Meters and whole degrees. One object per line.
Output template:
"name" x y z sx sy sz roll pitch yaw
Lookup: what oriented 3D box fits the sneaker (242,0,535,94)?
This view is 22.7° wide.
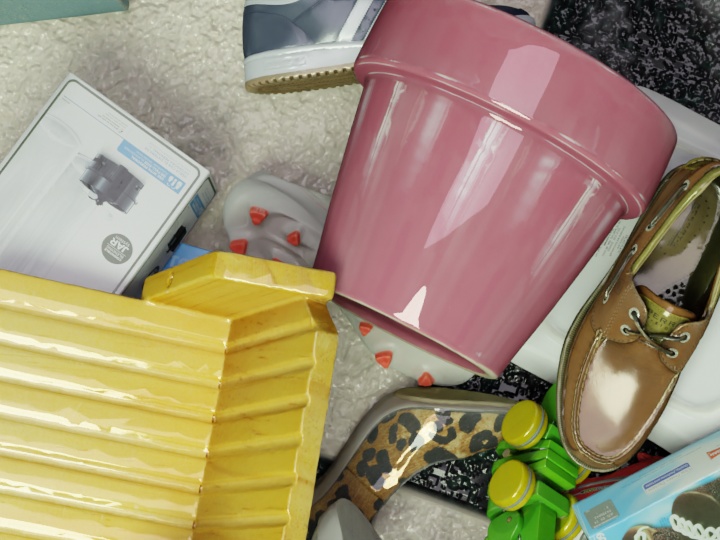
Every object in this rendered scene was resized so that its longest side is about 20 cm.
"sneaker" 0.015 -0.185 1.198 0.198 0.070 0.109 -8 84 2

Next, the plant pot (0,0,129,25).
"plant pot" -0.283 -0.262 1.154 0.198 0.196 0.198 -12 82 7

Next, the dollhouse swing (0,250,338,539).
"dollhouse swing" -0.137 0.085 1.010 0.175 0.181 0.202 17 74 -25

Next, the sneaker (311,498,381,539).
"sneaker" -0.037 0.205 1.039 0.115 0.200 0.074 -38 94 9

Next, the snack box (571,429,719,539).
"snack box" 0.219 0.197 1.099 0.116 0.037 0.201 -27 120 1

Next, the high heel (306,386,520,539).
"high heel" 0.026 0.150 1.160 0.198 0.071 0.144 -1 94 -4

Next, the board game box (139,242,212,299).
"board game box" -0.203 0.037 1.180 0.198 0.040 0.154 15 82 2

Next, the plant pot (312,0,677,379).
"plant pot" 0.065 -0.043 1.069 0.199 0.200 0.180 26 84 4

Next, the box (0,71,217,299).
"box" -0.194 -0.009 1.136 0.116 0.060 0.200 36 83 5

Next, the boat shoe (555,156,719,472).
"boat shoe" 0.171 0.025 1.065 0.071 0.068 0.201 20 88 -2

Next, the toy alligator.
"toy alligator" 0.098 0.150 1.090 0.059 0.054 0.201 35 54 -30

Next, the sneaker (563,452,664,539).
"sneaker" 0.212 0.142 1.150 0.198 0.085 0.078 -5 114 -19

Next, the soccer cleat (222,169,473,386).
"soccer cleat" 0.000 0.000 1.176 0.199 0.078 0.069 35 120 -8

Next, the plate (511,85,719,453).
"plate" 0.200 0.003 1.125 0.199 0.032 0.201 30 92 28
